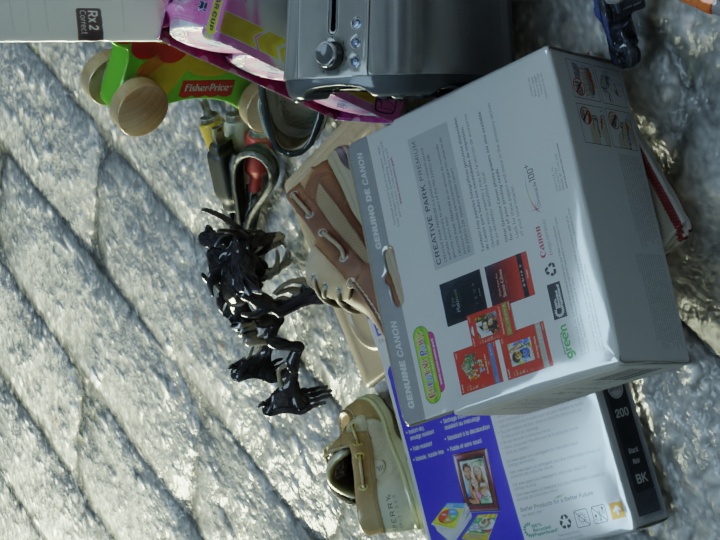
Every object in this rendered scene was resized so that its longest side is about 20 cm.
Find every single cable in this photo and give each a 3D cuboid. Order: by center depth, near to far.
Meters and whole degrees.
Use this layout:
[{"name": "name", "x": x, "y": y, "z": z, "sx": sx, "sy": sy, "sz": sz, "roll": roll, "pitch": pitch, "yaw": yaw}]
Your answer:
[{"name": "cable", "x": -0.097, "y": -0.059, "z": 1.562, "sx": 0.097, "sy": 0.050, "sz": 0.201, "roll": 19, "pitch": 132, "yaw": 35}]

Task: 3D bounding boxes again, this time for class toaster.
[{"name": "toaster", "x": 0.033, "y": -0.177, "z": 1.166, "sx": 0.113, "sy": 0.200, "sz": 0.130, "roll": 3, "pitch": 96, "yaw": 36}]

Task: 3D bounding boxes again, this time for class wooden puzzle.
[{"name": "wooden puzzle", "x": 0.020, "y": -0.024, "z": 1.367, "sx": 0.200, "sy": 0.046, "sz": 0.186, "roll": -44, "pitch": 65, "yaw": 59}]

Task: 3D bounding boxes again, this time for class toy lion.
[{"name": "toy lion", "x": -0.126, "y": -0.204, "z": 1.380, "sx": 0.069, "sy": 0.200, "sz": 0.192, "roll": 46, "pitch": 127, "yaw": 38}]

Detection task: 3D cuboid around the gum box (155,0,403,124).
[{"name": "gum box", "x": -0.045, "y": -0.185, "z": 1.215, "sx": 0.066, "sy": 0.200, "sz": 0.114, "roll": 8, "pitch": 82, "yaw": 42}]

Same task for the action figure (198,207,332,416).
[{"name": "action figure", "x": -0.077, "y": 0.022, "z": 1.489, "sx": 0.119, "sy": 0.102, "sz": 0.200, "roll": 41, "pitch": 151, "yaw": 45}]

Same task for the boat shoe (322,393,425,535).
[{"name": "boat shoe", "x": 0.004, "y": 0.153, "z": 1.398, "sx": 0.200, "sy": 0.066, "sz": 0.074, "roll": -136, "pitch": 32, "yaw": -72}]

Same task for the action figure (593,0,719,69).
[{"name": "action figure", "x": 0.181, "y": -0.198, "z": 1.018, "sx": 0.194, "sy": 0.104, "sz": 0.200, "roll": 53, "pitch": 170, "yaw": 42}]

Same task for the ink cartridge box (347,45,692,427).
[{"name": "ink cartridge box", "x": 0.095, "y": -0.015, "z": 1.115, "sx": 0.175, "sy": 0.084, "sz": 0.201, "roll": -21, "pitch": 74, "yaw": 39}]

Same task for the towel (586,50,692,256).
[{"name": "towel", "x": 0.118, "y": -0.030, "z": 1.167, "sx": 0.200, "sy": 0.023, "sz": 0.144, "roll": -41, "pitch": 63, "yaw": 34}]

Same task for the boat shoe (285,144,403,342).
[{"name": "boat shoe", "x": 0.000, "y": 0.000, "z": 1.249, "sx": 0.076, "sy": 0.072, "sz": 0.200, "roll": 54, "pitch": -171, "yaw": -48}]

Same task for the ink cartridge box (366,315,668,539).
[{"name": "ink cartridge box", "x": 0.105, "y": 0.100, "z": 1.243, "sx": 0.198, "sy": 0.043, "sz": 0.201, "roll": -22, "pitch": 82, "yaw": 46}]

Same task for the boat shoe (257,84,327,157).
[{"name": "boat shoe", "x": -0.046, "y": -0.183, "z": 1.363, "sx": 0.060, "sy": 0.075, "sz": 0.201, "roll": -80, "pitch": -12, "yaw": -55}]

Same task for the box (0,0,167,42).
[{"name": "box", "x": -0.194, "y": -0.291, "z": 1.186, "sx": 0.199, "sy": 0.130, "sz": 0.200, "roll": 94, "pitch": 174, "yaw": -50}]
